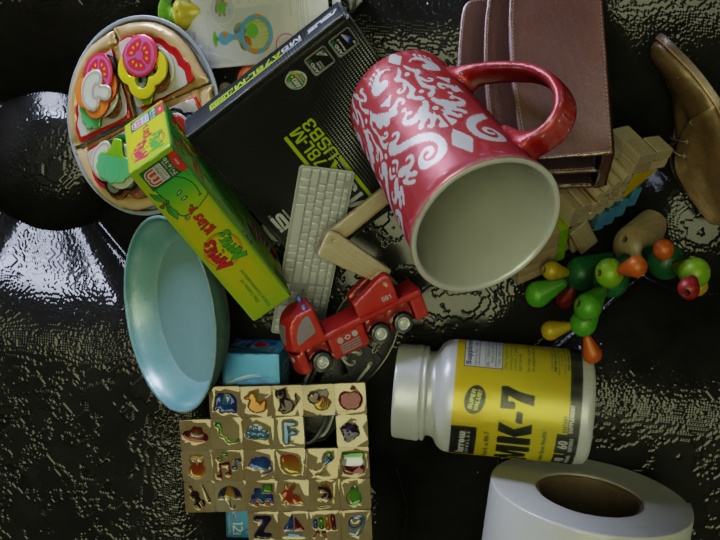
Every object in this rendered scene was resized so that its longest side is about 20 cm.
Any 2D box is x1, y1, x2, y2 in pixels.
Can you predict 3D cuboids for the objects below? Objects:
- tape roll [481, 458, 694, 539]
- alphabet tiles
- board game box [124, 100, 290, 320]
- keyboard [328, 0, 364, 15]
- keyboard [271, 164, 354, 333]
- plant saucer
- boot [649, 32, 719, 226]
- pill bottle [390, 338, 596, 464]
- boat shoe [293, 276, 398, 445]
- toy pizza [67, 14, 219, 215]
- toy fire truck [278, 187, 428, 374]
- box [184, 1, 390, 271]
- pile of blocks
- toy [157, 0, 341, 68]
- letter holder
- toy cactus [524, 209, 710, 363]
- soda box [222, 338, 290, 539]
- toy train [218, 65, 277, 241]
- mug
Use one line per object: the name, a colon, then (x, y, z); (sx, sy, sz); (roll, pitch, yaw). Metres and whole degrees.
tape roll: (0.216, 0.284, 0.988); (0.199, 0.203, 0.142); (9, 100, 5)
alphabet tiles: (-0.088, 0.200, 1.039); (0.196, 0.008, 0.170); (-2, 99, 4)
board game box: (-0.146, -0.056, 0.965); (0.047, 0.102, 0.201); (-32, 124, 5)
keyboard: (-0.065, -0.344, 1.013); (0.127, 0.021, 0.201); (-40, 93, 11)
keyboard: (-0.051, -0.015, 1.024); (0.055, 0.011, 0.203); (2, 123, -16)
plant saucer: (-0.185, 0.043, 1.032); (0.036, 0.199, 0.204); (-10, 106, -38)
boot: (0.327, -0.134, 0.981); (0.075, 0.074, 0.202); (-30, 97, 20)
pill bottle: (0.133, 0.130, 1.018); (0.196, 0.114, 0.117); (4, 99, 6)
boat shoe: (-0.015, 0.098, 1.055); (0.072, 0.063, 0.202); (30, 101, 1)
toy pizza: (-0.229, -0.158, 1.023); (0.197, 0.032, 0.204); (3, 97, 26)
toy fire truck: (0.000, 0.000, 0.986); (0.197, 0.049, 0.143); (-25, 107, -7)
box: (-0.039, -0.126, 0.988); (0.192, 0.048, 0.200); (-35, 123, 8)
pile of blocks: (0.219, -0.072, 1.011); (0.199, 0.082, 0.062); (-37, 53, 3)
toy: (-0.108, -0.266, 1.010); (0.196, 0.047, 0.117); (-1, 100, 16)
letter holder: (0.158, -0.186, 0.941); (0.139, 0.101, 0.204); (-3, 78, 9)
toy cactus: (0.259, 0.003, 0.966); (0.103, 0.165, 0.199); (53, 141, -10)
soda box: (-0.110, 0.179, 1.075); (0.063, 0.068, 0.204); (0, 99, 5)
toy train: (-0.122, -0.129, 1.035); (0.147, 0.056, 0.204); (2, 99, 6)
mug: (0.090, -0.105, 0.879); (0.175, 0.201, 0.135); (-23, 134, -5)
